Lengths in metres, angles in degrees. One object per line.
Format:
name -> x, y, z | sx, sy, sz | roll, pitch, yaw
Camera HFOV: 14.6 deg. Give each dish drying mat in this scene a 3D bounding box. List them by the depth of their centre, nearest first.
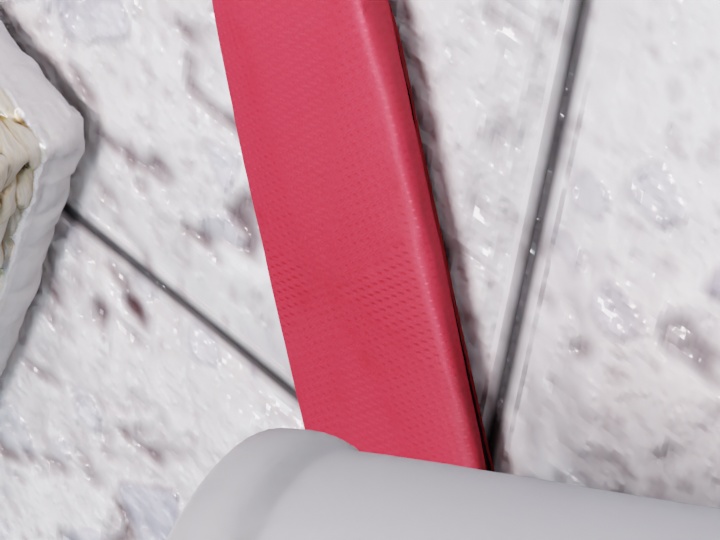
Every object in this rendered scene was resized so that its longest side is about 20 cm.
dish drying mat -> 0.000, 0.000, 0.817 | 0.077, 0.018, 0.201 | 11, 123, 45

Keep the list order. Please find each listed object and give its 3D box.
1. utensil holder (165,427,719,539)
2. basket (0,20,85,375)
utensil holder -> 0.059, 0.132, 0.662 | 0.199, 0.170, 0.171 | 6, 122, 19
basket -> -0.226, -0.033, 0.948 | 0.200, 0.160, 0.199 | 50, 144, 16
